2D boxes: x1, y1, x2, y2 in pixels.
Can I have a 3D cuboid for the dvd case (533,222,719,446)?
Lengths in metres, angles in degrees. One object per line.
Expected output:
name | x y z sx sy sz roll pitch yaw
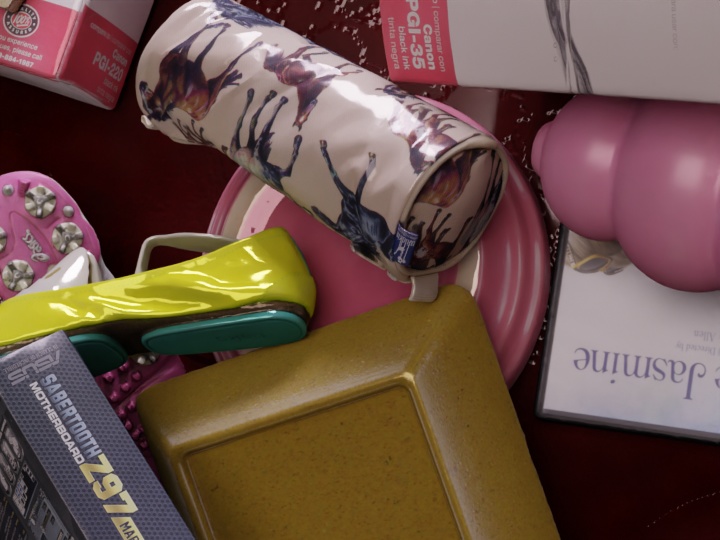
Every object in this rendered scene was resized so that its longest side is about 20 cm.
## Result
dvd case | 0.173 -0.011 0.957 0.142 0.018 0.201 7 83 17

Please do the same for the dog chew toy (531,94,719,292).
dog chew toy | 0.177 -0.039 0.892 0.199 0.124 0.125 14 85 26

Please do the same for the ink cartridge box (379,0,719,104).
ink cartridge box | 0.129 -0.136 0.883 0.199 0.146 0.083 10 111 41

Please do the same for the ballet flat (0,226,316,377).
ballet flat | -0.121 0.018 0.950 0.199 0.067 0.067 -11 68 4

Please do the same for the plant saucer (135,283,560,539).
plant saucer | -0.007 0.132 0.933 0.199 0.048 0.201 -19 93 19

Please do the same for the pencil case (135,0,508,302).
pencil case | -0.025 -0.067 0.931 0.199 0.078 0.090 32 99 29

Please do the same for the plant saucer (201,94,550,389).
plant saucer | 0.000 0.000 0.983 0.199 0.051 0.202 -3 81 21

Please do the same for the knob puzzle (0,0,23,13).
knob puzzle | -0.216 -0.268 1.024 0.218 0.030 0.221 -4 78 18

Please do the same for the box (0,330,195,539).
box | -0.144 0.144 0.936 0.051 0.200 0.158 -25 71 -27

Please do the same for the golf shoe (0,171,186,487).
golf shoe | -0.151 0.037 1.023 0.075 0.092 0.201 -27 95 -10

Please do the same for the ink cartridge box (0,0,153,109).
ink cartridge box | -0.184 -0.212 1.063 0.145 0.085 0.201 18 88 19
